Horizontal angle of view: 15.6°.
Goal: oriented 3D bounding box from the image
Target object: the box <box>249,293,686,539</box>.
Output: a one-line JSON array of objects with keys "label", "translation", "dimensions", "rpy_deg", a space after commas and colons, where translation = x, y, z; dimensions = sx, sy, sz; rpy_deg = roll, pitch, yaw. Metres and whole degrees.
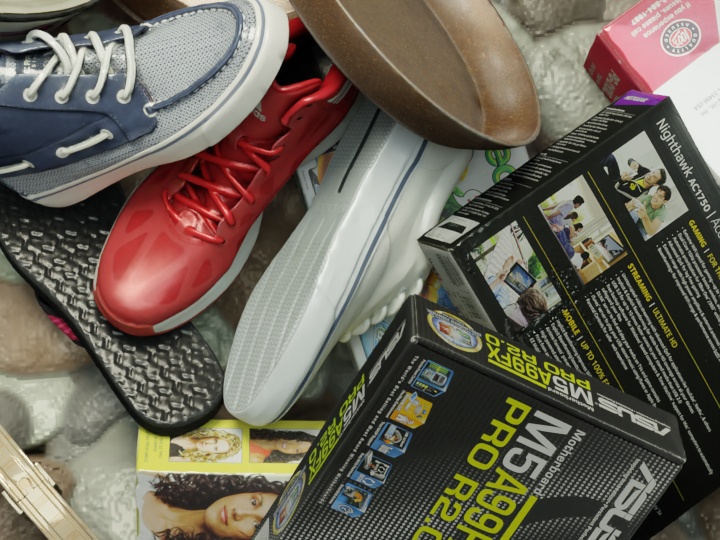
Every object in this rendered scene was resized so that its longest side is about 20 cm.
[{"label": "box", "translation": [0.047, 0.127, 1.355], "dimensions": [0.160, 0.044, 0.200], "rpy_deg": [26, 117, -15]}]

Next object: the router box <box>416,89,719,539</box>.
[{"label": "router box", "translation": [0.143, 0.028, 1.400], "dimensions": [0.149, 0.051, 0.200], "rpy_deg": [-34, 107, -13]}]

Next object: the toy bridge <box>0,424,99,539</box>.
[{"label": "toy bridge", "translation": [-0.175, 0.118, 1.408], "dimensions": [0.027, 0.067, 0.200], "rpy_deg": [-40, 86, -7]}]

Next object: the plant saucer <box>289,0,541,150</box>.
[{"label": "plant saucer", "translation": [0.017, -0.136, 1.375], "dimensions": [0.034, 0.200, 0.200], "rpy_deg": [-40, 84, 23]}]

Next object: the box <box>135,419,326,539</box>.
[{"label": "box", "translation": [-0.020, 0.122, 1.406], "dimensions": [0.199, 0.050, 0.075], "rpy_deg": [0, 124, -2]}]

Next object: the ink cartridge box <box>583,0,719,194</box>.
[{"label": "ink cartridge box", "translation": [0.241, -0.085, 1.444], "dimensions": [0.145, 0.084, 0.200], "rpy_deg": [-36, 84, -7]}]

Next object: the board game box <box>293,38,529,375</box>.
[{"label": "board game box", "translation": [0.041, -0.015, 1.451], "dimensions": [0.126, 0.035, 0.200], "rpy_deg": [-17, 83, -5]}]

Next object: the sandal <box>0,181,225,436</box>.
[{"label": "sandal", "translation": [-0.142, 0.010, 1.430], "dimensions": [0.075, 0.045, 0.200], "rpy_deg": [-27, 70, -17]}]

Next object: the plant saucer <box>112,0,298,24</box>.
[{"label": "plant saucer", "translation": [-0.065, -0.214, 1.477], "dimensions": [0.200, 0.037, 0.201], "rpy_deg": [0, 82, -1]}]

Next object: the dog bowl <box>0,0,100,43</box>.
[{"label": "dog bowl", "translation": [-0.209, -0.202, 1.381], "dimensions": [0.200, 0.074, 0.201], "rpy_deg": [13, 59, -22]}]

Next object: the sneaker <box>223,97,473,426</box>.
[{"label": "sneaker", "translation": [0.000, 0.000, 1.392], "dimensions": [0.071, 0.073, 0.200], "rpy_deg": [32, 84, -27]}]

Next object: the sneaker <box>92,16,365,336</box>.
[{"label": "sneaker", "translation": [-0.072, -0.061, 1.373], "dimensions": [0.078, 0.116, 0.200], "rpy_deg": [34, 75, 9]}]

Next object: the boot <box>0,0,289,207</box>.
[{"label": "boot", "translation": [-0.134, -0.094, 1.343], "dimensions": [0.200, 0.090, 0.073], "rpy_deg": [-29, 52, 35]}]
